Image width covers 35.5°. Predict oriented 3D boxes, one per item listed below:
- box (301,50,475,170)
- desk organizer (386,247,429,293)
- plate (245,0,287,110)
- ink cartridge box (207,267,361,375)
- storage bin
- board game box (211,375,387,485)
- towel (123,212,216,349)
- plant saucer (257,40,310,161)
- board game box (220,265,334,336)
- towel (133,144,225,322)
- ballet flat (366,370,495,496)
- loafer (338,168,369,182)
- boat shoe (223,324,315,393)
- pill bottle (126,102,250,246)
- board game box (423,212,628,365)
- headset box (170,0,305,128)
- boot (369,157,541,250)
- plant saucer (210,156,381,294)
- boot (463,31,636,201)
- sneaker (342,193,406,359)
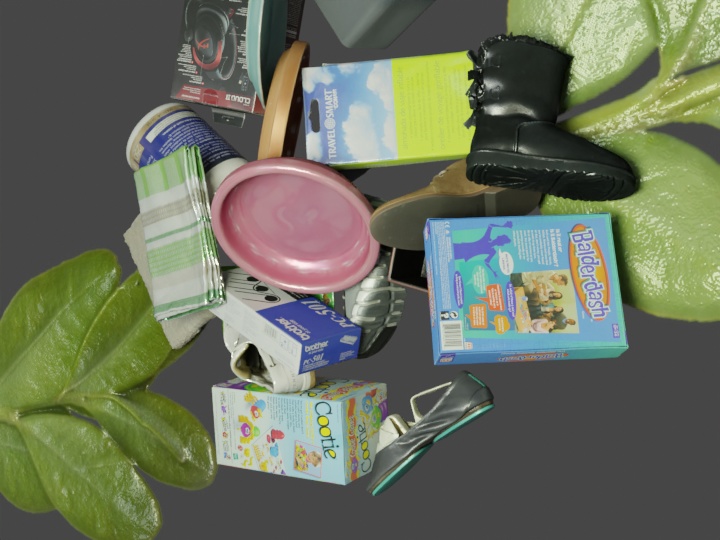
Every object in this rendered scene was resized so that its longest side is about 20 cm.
[{"bbox_3d":[0.036,-0.183,1.305,0.199,0.048,0.122,-4,85,6],"label":"box"},{"bbox_3d":[0.135,0.003,1.280,0.200,0.077,0.072,16,101,32],"label":"desk organizer"},{"bbox_3d":[-0.112,-0.289,1.324,0.025,0.200,0.201,5,95,4],"label":"plate"},{"bbox_3d":[-0.099,0.055,1.364,0.200,0.094,0.044,31,122,40],"label":"ink cartridge box"},{"bbox_3d":[0.000,-0.363,1.331,0.134,0.145,0.200,-46,67,37],"label":"storage bin"},{"bbox_3d":[-0.075,0.192,1.405,0.199,0.103,0.105,3,99,34],"label":"board game box"},{"bbox_3d":[-0.255,-0.005,1.553,0.132,0.034,0.200,-40,67,38],"label":"towel"},{"bbox_3d":[-0.095,-0.179,1.362,0.032,0.200,0.201,10,99,0],"label":"plant saucer"},{"bbox_3d":[-0.104,0.039,1.459,0.200,0.030,0.096,-1,91,42],"label":"board game box"},{"bbox_3d":[-0.234,-0.043,1.404,0.149,0.031,0.201,-16,83,47],"label":"towel"},{"bbox_3d":[0.071,0.187,1.335,0.200,0.073,0.073,-41,70,21],"label":"ballet flat"},{"bbox_3d":[-0.033,-0.139,1.392,0.200,0.073,0.072,-51,61,22],"label":"loafer"},{"bbox_3d":[-0.132,0.105,1.402,0.200,0.069,0.071,19,121,56],"label":"boat shoe"},{"bbox_3d":[-0.207,-0.122,1.479,0.200,0.116,0.116,42,113,25],"label":"pill bottle"},{"bbox_3d":[0.172,0.019,1.189,0.199,0.045,0.153,-2,71,-4],"label":"board game box"},{"bbox_3d":[-0.162,-0.290,1.468,0.148,0.075,0.201,14,98,33],"label":"headset box"},{"bbox_3d":[0.096,-0.079,1.254,0.074,0.199,0.076,91,158,-44],"label":"boot"},{"bbox_3d":[-0.071,-0.058,1.297,0.200,0.201,0.051,-19,37,32],"label":"plant saucer"},{"bbox_3d":[0.205,-0.167,1.222,0.198,0.073,0.163,8,69,0],"label":"boot"},{"bbox_3d":[0.000,0.000,1.383,0.115,0.075,0.201,28,108,44],"label":"sneaker"}]
